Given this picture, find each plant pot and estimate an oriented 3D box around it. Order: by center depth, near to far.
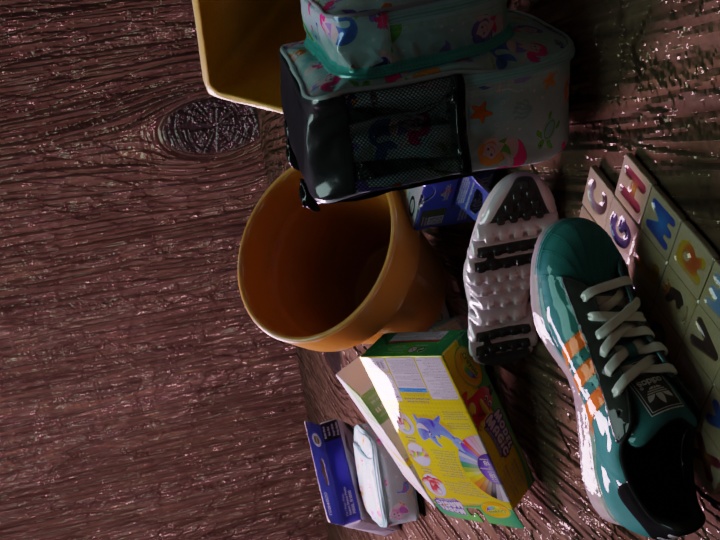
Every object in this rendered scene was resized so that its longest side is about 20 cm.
[{"bbox_3d":[0.000,0.000,0.896,0.183,0.199,0.202,28,-142,-52],"label":"plant pot"},{"bbox_3d":[-0.049,-0.305,0.897,0.195,0.194,0.201,92,-161,-50],"label":"plant pot"}]

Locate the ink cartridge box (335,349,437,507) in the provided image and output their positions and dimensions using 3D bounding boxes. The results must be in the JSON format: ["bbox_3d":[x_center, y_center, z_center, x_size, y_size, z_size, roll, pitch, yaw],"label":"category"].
[{"bbox_3d":[0.062,0.192,0.955,0.201,0.067,0.117,56,171,-13],"label":"ink cartridge box"}]

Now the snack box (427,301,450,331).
[{"bbox_3d":[0.072,0.096,1.050,0.200,0.052,0.144,103,153,-64],"label":"snack box"}]

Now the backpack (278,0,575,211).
[{"bbox_3d":[0.047,-0.136,0.581,0.178,0.198,0.152,-114,21,-60],"label":"backpack"}]

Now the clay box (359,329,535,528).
[{"bbox_3d":[0.090,0.155,0.802,0.114,0.048,0.201,-6,116,48],"label":"clay box"}]

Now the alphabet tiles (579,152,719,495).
[{"bbox_3d":[0.185,0.031,0.528,0.168,0.006,0.201,90,165,-44],"label":"alphabet tiles"}]

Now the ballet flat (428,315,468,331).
[{"bbox_3d":[0.107,0.150,0.882,0.068,0.066,0.202,158,101,-80],"label":"ballet flat"}]

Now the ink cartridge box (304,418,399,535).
[{"bbox_3d":[-0.013,0.378,1.520,0.200,0.040,0.201,34,-148,-51],"label":"ink cartridge box"}]

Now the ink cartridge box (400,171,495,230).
[{"bbox_3d":[0.071,-0.134,0.770,0.137,0.075,0.202,98,160,-61],"label":"ink cartridge box"}]

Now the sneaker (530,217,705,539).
[{"bbox_3d":[0.163,0.062,0.497,0.080,0.071,0.202,162,92,-74],"label":"sneaker"}]

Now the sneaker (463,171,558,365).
[{"bbox_3d":[0.116,-0.009,0.693,0.201,0.074,0.082,91,172,-46],"label":"sneaker"}]

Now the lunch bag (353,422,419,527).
[{"bbox_3d":[0.037,0.336,1.392,0.200,0.076,0.162,163,96,-79],"label":"lunch bag"}]
